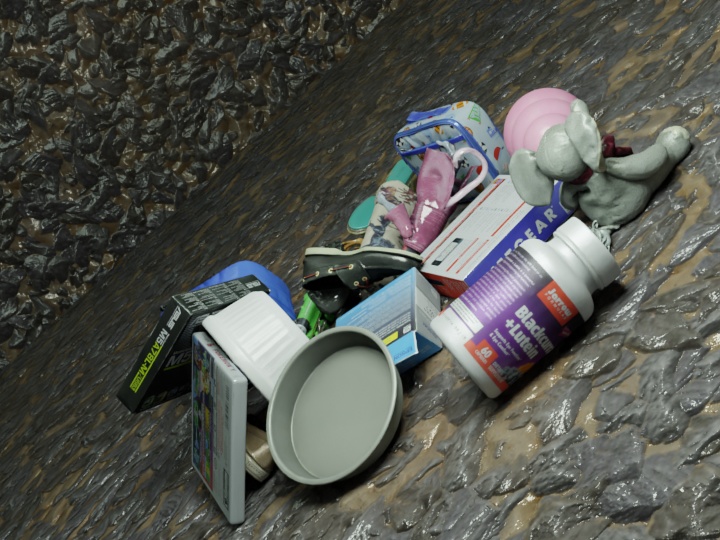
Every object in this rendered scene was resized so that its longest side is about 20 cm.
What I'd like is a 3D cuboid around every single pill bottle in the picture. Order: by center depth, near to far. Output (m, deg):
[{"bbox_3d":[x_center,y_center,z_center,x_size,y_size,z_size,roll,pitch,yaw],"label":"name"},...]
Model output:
[{"bbox_3d":[0.184,0.037,1.191,0.200,0.112,0.111,-41,18,2],"label":"pill bottle"}]

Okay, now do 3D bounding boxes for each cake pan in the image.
[{"bbox_3d":[-0.029,0.167,1.318,0.199,0.037,0.201,-20,55,31],"label":"cake pan"}]

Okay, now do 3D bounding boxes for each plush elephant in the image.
[{"bbox_3d":[0.277,-0.133,1.320,0.164,0.155,0.200,-20,27,47],"label":"plush elephant"}]

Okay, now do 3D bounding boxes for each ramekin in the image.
[{"bbox_3d":[-0.117,0.117,1.473,0.094,0.203,0.202,-42,18,-8],"label":"ramekin"}]

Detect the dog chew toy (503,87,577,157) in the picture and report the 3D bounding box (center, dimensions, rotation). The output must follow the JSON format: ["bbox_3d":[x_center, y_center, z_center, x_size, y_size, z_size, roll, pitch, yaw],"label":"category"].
[{"bbox_3d":[0.261,-0.183,1.490,0.124,0.125,0.200,-37,9,14],"label":"dog chew toy"}]

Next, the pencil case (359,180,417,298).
[{"bbox_3d":[0.042,-0.046,1.688,0.077,0.090,0.201,4,44,12],"label":"pencil case"}]

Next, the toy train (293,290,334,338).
[{"bbox_3d":[-0.067,0.056,1.747,0.042,0.056,0.200,-31,20,28],"label":"toy train"}]

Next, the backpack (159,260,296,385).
[{"bbox_3d":[-0.199,0.099,1.766,0.200,0.162,0.168,-36,48,15],"label":"backpack"}]

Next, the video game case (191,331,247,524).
[{"bbox_3d":[-0.189,0.205,1.436,0.023,0.201,0.182,-5,19,-24],"label":"video game case"}]

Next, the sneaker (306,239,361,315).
[{"bbox_3d":[-0.032,0.025,1.689,0.076,0.091,0.200,-25,21,12],"label":"sneaker"}]

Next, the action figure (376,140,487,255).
[{"bbox_3d":[0.109,-0.078,1.589,0.149,0.134,0.201,14,79,53],"label":"action figure"}]

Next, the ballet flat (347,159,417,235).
[{"bbox_3d":[0.048,-0.112,1.888,0.071,0.071,0.200,-17,30,52],"label":"ballet flat"}]

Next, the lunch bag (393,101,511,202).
[{"bbox_3d":[0.143,-0.186,1.707,0.076,0.160,0.200,-49,20,-24],"label":"lunch bag"}]

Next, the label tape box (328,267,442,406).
[{"bbox_3d":[0.034,0.101,1.426,0.143,0.066,0.200,-34,25,20],"label":"label tape box"}]

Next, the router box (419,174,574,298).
[{"bbox_3d":[0.180,-0.047,1.490,0.200,0.049,0.179,-45,19,-11],"label":"router box"}]

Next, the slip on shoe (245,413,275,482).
[{"bbox_3d":[-0.162,0.228,1.509,0.061,0.076,0.200,-50,22,-7],"label":"slip on shoe"}]

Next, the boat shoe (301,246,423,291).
[{"bbox_3d":[0.002,0.001,1.548,0.200,0.074,0.064,-2,72,35],"label":"boat shoe"}]

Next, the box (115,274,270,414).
[{"bbox_3d":[-0.240,0.104,1.569,0.194,0.047,0.200,-54,-18,24],"label":"box"}]

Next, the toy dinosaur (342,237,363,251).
[{"bbox_3d":[0.029,-0.037,1.793,0.106,0.061,0.200,-1,38,18],"label":"toy dinosaur"}]

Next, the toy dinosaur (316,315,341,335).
[{"bbox_3d":[-0.047,0.115,1.593,0.200,0.047,0.088,-51,27,-17],"label":"toy dinosaur"}]
